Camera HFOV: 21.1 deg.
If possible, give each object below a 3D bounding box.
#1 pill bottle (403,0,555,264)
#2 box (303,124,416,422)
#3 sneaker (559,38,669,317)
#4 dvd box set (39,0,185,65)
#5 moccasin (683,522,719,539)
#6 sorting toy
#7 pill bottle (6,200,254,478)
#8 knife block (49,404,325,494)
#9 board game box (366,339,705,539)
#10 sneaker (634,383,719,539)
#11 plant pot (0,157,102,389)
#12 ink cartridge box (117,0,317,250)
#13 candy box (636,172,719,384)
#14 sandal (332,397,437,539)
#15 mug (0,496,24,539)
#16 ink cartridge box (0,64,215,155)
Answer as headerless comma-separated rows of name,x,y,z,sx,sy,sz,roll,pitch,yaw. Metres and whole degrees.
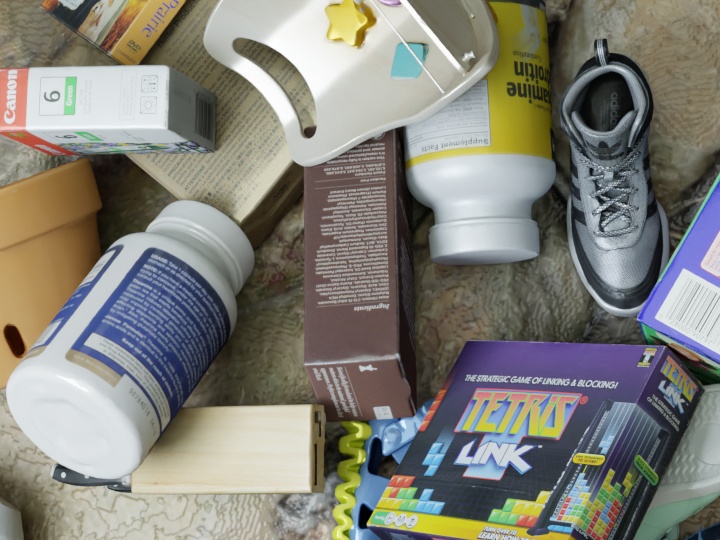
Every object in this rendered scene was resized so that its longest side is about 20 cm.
pill bottle,0.087,-0.108,1.429,0.112,0.112,0.200,-4,83,12
box,0.000,0.000,1.407,0.075,0.100,0.200,-6,60,6
sneaker,0.180,-0.069,1.403,0.075,0.114,0.200,-5,82,12
dvd box set,-0.155,-0.259,1.498,0.200,0.029,0.146,-53,38,1
moccasin,0.221,0.252,1.351,0.200,0.068,0.080,-40,94,-17
sorting toy,-0.019,-0.171,1.366,0.180,0.107,0.200,-40,87,25
pill bottle,-0.158,0.044,1.391,0.111,0.111,0.200,22,51,14
knife block,-0.132,0.133,1.419,0.175,0.200,0.064,1,83,-17
board game box,0.118,0.130,1.330,0.200,0.057,0.165,-2,53,51
sneaker,0.222,0.148,1.365,0.200,0.118,0.074,-30,61,17
plant pot,-0.277,0.012,1.463,0.200,0.200,0.140,-18,97,9
ink cartridge box,-0.089,-0.142,1.490,0.165,0.075,0.200,41,94,15
candy box,0.267,-0.009,1.332,0.077,0.200,0.169,30,88,15
sandal,0.026,0.163,1.429,0.087,0.079,0.200,3,85,8
mug,-0.350,0.220,1.471,0.186,0.149,0.153,30,82,7
ink cartridge box,-0.217,-0.116,1.422,0.200,0.109,0.050,0,84,14
